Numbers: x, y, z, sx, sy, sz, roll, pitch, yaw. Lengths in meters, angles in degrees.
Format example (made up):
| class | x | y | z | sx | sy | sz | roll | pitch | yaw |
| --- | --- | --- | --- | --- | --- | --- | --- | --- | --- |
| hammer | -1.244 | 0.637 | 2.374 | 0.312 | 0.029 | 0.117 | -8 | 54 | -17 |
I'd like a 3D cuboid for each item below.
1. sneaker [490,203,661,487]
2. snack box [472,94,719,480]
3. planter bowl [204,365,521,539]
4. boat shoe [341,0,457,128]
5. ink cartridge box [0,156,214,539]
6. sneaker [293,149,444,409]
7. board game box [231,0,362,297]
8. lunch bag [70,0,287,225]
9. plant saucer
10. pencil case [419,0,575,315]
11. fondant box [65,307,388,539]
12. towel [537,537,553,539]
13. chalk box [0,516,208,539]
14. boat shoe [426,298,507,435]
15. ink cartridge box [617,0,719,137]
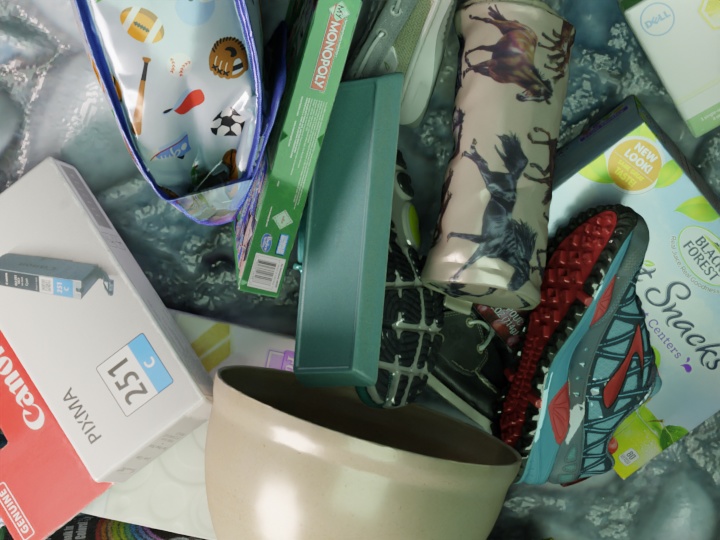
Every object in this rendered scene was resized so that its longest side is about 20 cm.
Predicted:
| class | x | y | z | sx | sy | sz | roll | pitch | yaw |
| --- | --- | --- | --- | --- | --- | --- | --- | --- | --- |
| sneaker | 0.154 | 0.049 | 1.605 | 0.095 | 0.079 | 0.200 | 9 | 115 | -24 |
| snack box | 0.180 | 0.012 | 1.654 | 0.169 | 0.068 | 0.200 | -37 | 109 | 12 |
| planter bowl | -0.013 | 0.153 | 1.551 | 0.200 | 0.200 | 0.135 | 16 | 96 | -8 |
| boat shoe | 0.031 | -0.188 | 1.572 | 0.065 | 0.074 | 0.202 | 12 | 120 | -2 |
| ink cartridge box | -0.212 | 0.057 | 1.615 | 0.176 | 0.045 | 0.200 | -38 | 73 | 11 |
| sneaker | 0.000 | 0.000 | 1.601 | 0.080 | 0.200 | 0.077 | -24 | 153 | 31 |
| board game box | -0.043 | -0.100 | 1.567 | 0.029 | 0.135 | 0.200 | 13 | 110 | -9 |
| lunch bag | -0.109 | -0.143 | 1.532 | 0.124 | 0.170 | 0.200 | -13 | 109 | 1 |
| plant saucer | -0.010 | -0.027 | 1.555 | 0.019 | 0.070 | 0.200 | 11 | 80 | -42 |
| pencil case | 0.087 | -0.072 | 1.572 | 0.078 | 0.089 | 0.200 | 8 | 86 | -11 |
| fondant box | -0.087 | 0.109 | 1.662 | 0.200 | 0.058 | 0.144 | 12 | 88 | -8 |
| towel | 0.037 | 0.219 | 1.736 | 0.200 | 0.018 | 0.086 | -4 | 148 | -2 |
| chalk box | -0.193 | 0.250 | 1.701 | 0.200 | 0.125 | 0.124 | -7 | 111 | 2 |
| boat shoe | 0.062 | 0.049 | 1.658 | 0.200 | 0.072 | 0.068 | 41 | 95 | -6 |
| ink cartridge box | 0.229 | -0.207 | 1.585 | 0.145 | 0.048 | 0.200 | -29 | 111 | 9 |
